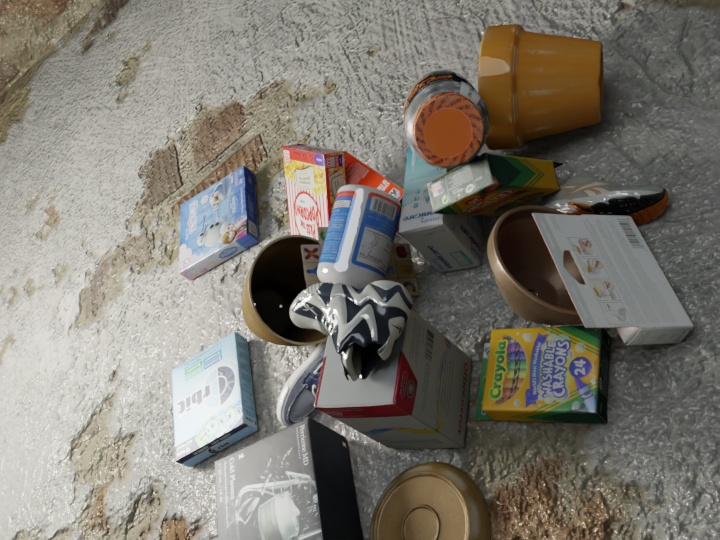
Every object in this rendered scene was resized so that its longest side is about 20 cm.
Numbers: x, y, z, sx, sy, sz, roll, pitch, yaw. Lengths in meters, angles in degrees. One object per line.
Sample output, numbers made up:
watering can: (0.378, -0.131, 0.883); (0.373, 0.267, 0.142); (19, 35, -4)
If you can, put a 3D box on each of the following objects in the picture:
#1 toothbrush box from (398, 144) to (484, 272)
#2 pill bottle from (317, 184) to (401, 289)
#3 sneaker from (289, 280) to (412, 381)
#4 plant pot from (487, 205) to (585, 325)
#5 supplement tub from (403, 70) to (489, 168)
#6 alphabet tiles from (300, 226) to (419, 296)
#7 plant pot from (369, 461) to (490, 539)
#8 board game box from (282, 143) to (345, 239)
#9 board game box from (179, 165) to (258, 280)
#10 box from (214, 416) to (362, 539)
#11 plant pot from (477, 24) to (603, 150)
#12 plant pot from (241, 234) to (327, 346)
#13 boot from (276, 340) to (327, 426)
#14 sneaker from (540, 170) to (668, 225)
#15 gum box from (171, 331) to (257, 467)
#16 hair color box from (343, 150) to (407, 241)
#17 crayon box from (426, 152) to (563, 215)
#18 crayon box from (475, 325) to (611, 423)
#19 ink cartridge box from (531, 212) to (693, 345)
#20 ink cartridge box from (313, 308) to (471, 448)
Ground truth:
toothbrush box: (0.142, -0.121, 1.270); (0.084, 0.146, 0.203); (-9, 57, 32)
pill bottle: (-0.008, -0.025, 1.217); (0.111, 0.112, 0.203); (6, 76, 39)
sneaker: (-0.028, 0.090, 1.037); (0.196, 0.080, 0.131); (-3, 51, 28)
plant pot: (0.266, 0.009, 1.100); (0.093, 0.198, 0.203); (115, 152, -47)
supplement tub: (0.123, -0.222, 1.112); (0.122, 0.123, 0.200); (-36, 15, 14)
alphabet tiles: (0.000, 0.000, 1.290); (0.006, 0.197, 0.169); (121, 144, -59)
plant pot: (0.091, 0.372, 1.088); (0.198, 0.027, 0.203); (-20, 52, 27)
board game box: (-0.082, -0.127, 1.417); (0.151, 0.046, 0.203); (20, 120, 53)
board game box: (-0.318, -0.106, 1.687); (0.197, 0.043, 0.202); (-28, 50, 23)
box: (-0.114, 0.370, 1.183); (0.195, 0.124, 0.202); (-27, 50, 19)
plant pot: (0.301, -0.302, 1.243); (0.180, 0.201, 0.203); (2, 64, 21)
plant pot: (-0.136, 0.057, 1.351); (0.200, 0.184, 0.189); (-34, 37, 61)
boot: (-0.059, 0.189, 1.283); (0.090, 0.073, 0.201); (27, 81, 50)
sneaker: (0.362, -0.118, 1.151); (0.198, 0.076, 0.093); (-5, 56, 34)
gum box: (-0.280, 0.243, 1.442); (0.169, 0.044, 0.202); (-31, 48, 19)
hair color box: (0.035, -0.132, 1.384); (0.064, 0.111, 0.200); (-51, 45, 0)
crayon box: (0.215, -0.128, 1.168); (0.126, 0.198, 0.052); (-24, 74, 46)
crayon box: (0.250, 0.149, 1.085); (0.198, 0.051, 0.127); (-7, 60, 35)
ink cartridge box: (0.332, 0.009, 1.033); (0.044, 0.171, 0.202); (111, 152, -47)
ink cartridge box: (0.055, 0.166, 1.123); (0.143, 0.200, 0.147); (-10, 56, 35)
